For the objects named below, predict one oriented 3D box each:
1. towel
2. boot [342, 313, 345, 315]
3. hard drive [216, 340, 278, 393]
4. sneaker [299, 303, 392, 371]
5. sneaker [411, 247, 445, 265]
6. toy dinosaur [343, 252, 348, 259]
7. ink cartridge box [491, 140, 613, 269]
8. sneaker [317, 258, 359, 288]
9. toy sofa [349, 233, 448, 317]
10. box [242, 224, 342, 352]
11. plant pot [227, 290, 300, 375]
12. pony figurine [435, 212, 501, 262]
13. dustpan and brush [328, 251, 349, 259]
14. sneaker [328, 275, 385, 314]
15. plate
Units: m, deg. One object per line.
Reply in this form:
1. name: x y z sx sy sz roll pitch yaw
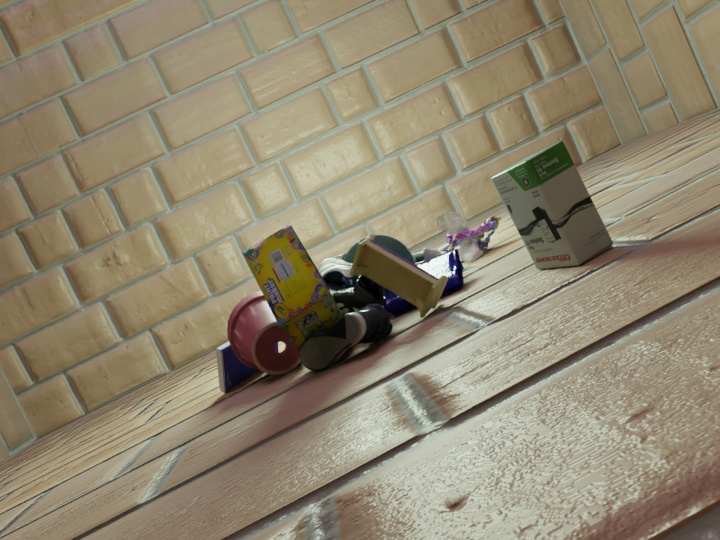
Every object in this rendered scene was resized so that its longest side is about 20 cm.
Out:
1. towel: 0.154 0.032 1.357 0.198 0.050 0.148 -23 23 21
2. boot: -0.048 0.104 1.360 0.198 0.068 0.130 -21 39 -35
3. hard drive: -0.299 0.225 1.511 0.025 0.134 0.199 19 30 31
4. sneaker: -0.024 0.136 1.157 0.202 0.078 0.145 -34 -11 36
5. sneaker: 0.145 -0.003 1.509 0.200 0.088 0.076 -46 28 45
6. toy dinosaur: 0.000 0.000 1.507 0.199 0.107 0.060 -30 16 -20
7. ink cartridge box: 0.339 -0.109 1.007 0.082 0.202 0.147 -29 3 -12
8. sneaker: -0.011 0.020 1.385 0.197 0.076 0.088 -1 29 8
9. toy sofa: 0.085 0.004 1.201 0.097 0.199 0.084 -35 -30 -51
10. box: -0.133 0.049 1.204 0.121 0.201 0.193 -30 -31 -4
11. plant pot: -0.217 0.163 1.370 0.198 0.202 0.179 -26 18 -13
12. pony figurine: 0.316 -0.095 1.700 0.191 0.168 0.200 -19 -16 -26
13. dustpan and brush: -0.072 -0.009 1.627 0.198 0.058 0.139 -19 1 37
14. sneaker: -0.010 0.049 1.277 0.073 0.113 0.199 -22 35 -36
15. plate: 0.047 0.008 1.458 0.198 0.202 0.026 -26 7 -1
